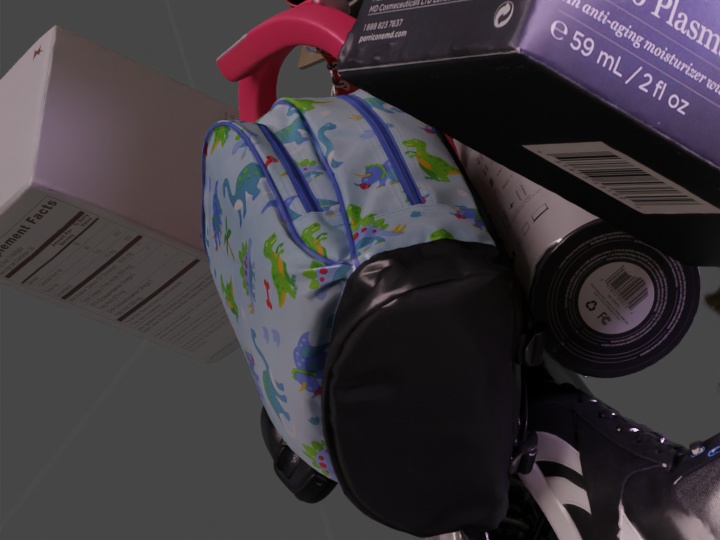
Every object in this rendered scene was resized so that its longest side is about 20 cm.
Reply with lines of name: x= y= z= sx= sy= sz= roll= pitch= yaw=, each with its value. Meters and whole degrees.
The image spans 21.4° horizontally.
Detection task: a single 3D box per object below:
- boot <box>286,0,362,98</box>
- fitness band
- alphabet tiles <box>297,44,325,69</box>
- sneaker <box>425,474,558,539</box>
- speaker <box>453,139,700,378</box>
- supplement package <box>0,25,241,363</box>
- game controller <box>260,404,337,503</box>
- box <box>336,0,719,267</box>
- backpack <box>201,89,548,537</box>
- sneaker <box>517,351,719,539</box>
boot: x=-0.012 y=-0.108 z=1.105 sx=0.200 sy=0.143 sz=0.073 roll=-41 pitch=41 yaw=35
fitness band: x=-0.014 y=-0.071 z=1.025 sx=0.037 sy=0.145 sz=0.200 roll=-31 pitch=5 yaw=-25
alphabet tiles: x=0.029 y=-0.242 z=1.267 sx=0.166 sy=0.008 sz=0.202 roll=-15 pitch=57 yaw=51
sneaker: x=0.051 y=0.154 z=0.903 sx=0.079 sy=0.073 sz=0.202 roll=-34 pitch=43 yaw=46
speaker: x=0.097 y=-0.030 z=0.914 sx=0.082 sy=0.081 sz=0.200 roll=-54 pitch=21 yaw=16
supplement package: x=-0.139 y=-0.042 z=1.187 sx=0.117 sy=0.199 sz=0.118 roll=-33 pitch=43 yaw=44
game controller: x=0.006 y=0.034 z=1.090 sx=0.201 sy=0.042 sz=0.104 roll=-57 pitch=18 yaw=11
box: x=0.125 y=-0.129 z=0.728 sx=0.123 sy=0.199 sz=0.200 roll=2 pitch=70 yaw=57
backpack: x=0.000 y=0.000 z=0.871 sx=0.201 sy=0.152 sz=0.164 roll=-93 pitch=1 yaw=-47
sneaker: x=0.135 y=0.085 z=0.837 sx=0.112 sy=0.073 sz=0.201 roll=-44 pitch=44 yaw=22
